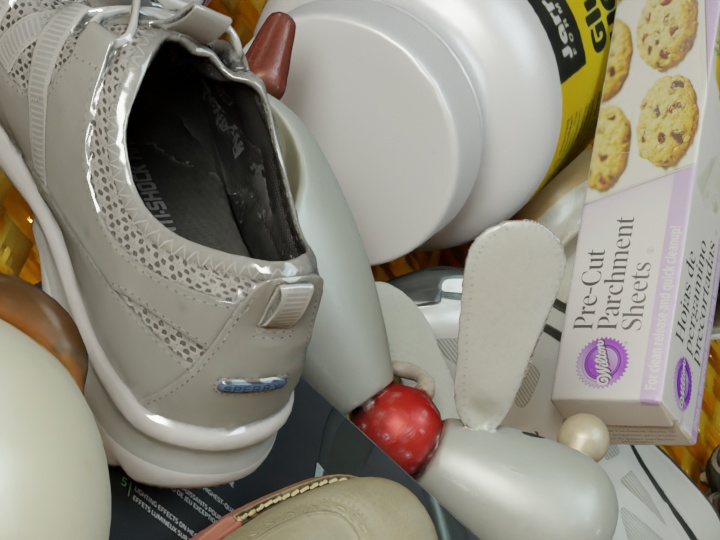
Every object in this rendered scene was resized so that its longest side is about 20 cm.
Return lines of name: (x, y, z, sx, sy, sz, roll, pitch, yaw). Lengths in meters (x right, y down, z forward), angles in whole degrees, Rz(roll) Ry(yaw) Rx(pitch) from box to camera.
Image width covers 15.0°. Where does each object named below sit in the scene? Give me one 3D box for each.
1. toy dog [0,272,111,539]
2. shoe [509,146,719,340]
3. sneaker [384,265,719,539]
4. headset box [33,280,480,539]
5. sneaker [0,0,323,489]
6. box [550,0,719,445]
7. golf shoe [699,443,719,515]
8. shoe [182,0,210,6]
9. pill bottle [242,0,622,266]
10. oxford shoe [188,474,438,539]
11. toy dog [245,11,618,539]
toy dog: (-0.141, 0.025, 0.542, 0.200, 0.194, 0.140, 30, 33, -37)
shoe: (0.114, -0.004, 1.065, 0.053, 0.070, 0.200, 42, 17, 27)
sneaker: (0.065, 0.091, 0.923, 0.201, 0.076, 0.116, 45, 34, -35)
headset box: (-0.047, 0.115, 0.712, 0.174, 0.093, 0.200, 43, 37, -32)
sneaker: (-0.054, -0.050, 0.675, 0.075, 0.082, 0.200, -8, 60, -38)
box: (0.103, -0.040, 0.923, 0.039, 0.041, 0.200, 47, 49, -54)
golf shoe: (0.177, 0.140, 1.058, 0.077, 0.088, 0.200, 41, 39, -38)
shoe: (-0.058, -0.156, 0.908, 0.091, 0.071, 0.200, 18, 50, -45)
pill bottle: (0.031, -0.074, 0.948, 0.113, 0.112, 0.200, 61, 30, -8)
oxford shoe: (-0.015, 0.099, 0.608, 0.071, 0.074, 0.200, 57, 32, -11)
toy dog: (0.000, 0.000, 0.810, 0.200, 0.132, 0.096, 49, 63, -26)
